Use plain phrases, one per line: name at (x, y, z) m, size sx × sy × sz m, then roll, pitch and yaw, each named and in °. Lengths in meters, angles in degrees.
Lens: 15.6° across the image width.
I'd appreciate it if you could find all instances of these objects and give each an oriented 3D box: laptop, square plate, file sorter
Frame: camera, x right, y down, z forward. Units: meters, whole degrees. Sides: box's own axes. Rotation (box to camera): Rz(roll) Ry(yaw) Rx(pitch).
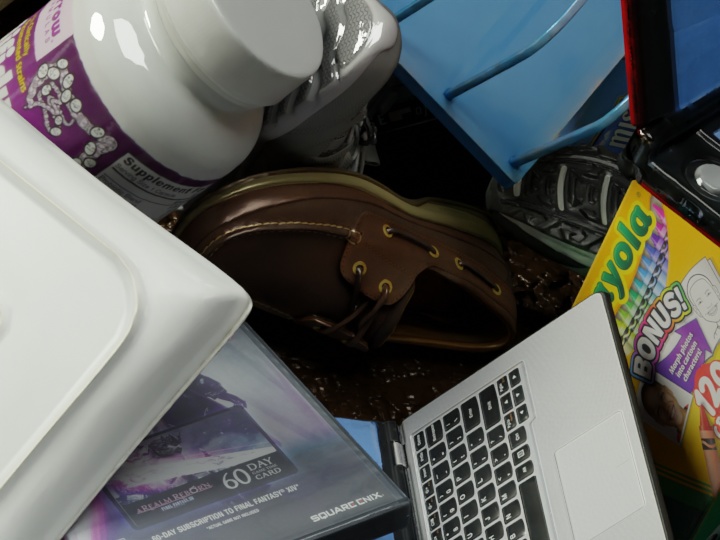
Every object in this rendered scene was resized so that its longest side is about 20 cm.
laptop at (0.017, 0.099, 1.157) m, size 0.116 × 0.200 × 0.188 m, roll 38°, pitch 28°, yaw -36°
square plate at (-0.181, 0.028, 1.120) m, size 0.200 × 0.028 × 0.198 m, roll 37°, pitch 81°, yaw 19°
file sorter at (0.065, -0.168, 1.231) m, size 0.200 × 0.123 × 0.139 m, roll 45°, pitch 67°, yaw -10°

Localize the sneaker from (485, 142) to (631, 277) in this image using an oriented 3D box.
sneaker at (0.153, -0.001, 1.347) m, size 0.199 × 0.079 × 0.074 m, roll 21°, pitch 49°, yaw -12°

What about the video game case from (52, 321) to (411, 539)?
video game case at (-0.090, 0.072, 1.166) m, size 0.142 × 0.019 × 0.200 m, roll -18°, pitch 42°, yaw -27°

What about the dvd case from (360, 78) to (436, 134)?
dvd case at (0.014, -0.151, 1.446) m, size 0.149 × 0.025 × 0.201 m, roll -15°, pitch 45°, yaw 6°

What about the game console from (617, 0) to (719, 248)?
game console at (0.207, -0.099, 1.141) m, size 0.172 × 0.119 × 0.200 m, roll 39°, pitch 41°, yaw 20°

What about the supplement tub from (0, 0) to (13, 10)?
supplement tub at (-0.214, -0.205, 1.366) m, size 0.144 × 0.145 × 0.200 m, roll 30°, pitch 40°, yaw 11°

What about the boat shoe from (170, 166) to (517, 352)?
boat shoe at (0.000, 0.000, 1.268) m, size 0.199 × 0.072 × 0.068 m, roll 9°, pitch 44°, yaw -40°

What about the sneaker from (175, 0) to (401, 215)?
sneaker at (-0.021, -0.077, 1.276) m, size 0.082 × 0.200 × 0.075 m, roll 17°, pitch 65°, yaw -19°

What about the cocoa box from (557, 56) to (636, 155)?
cocoa box at (0.151, -0.119, 1.438) m, size 0.130 × 0.134 × 0.201 m, roll 10°, pitch 41°, yaw -18°

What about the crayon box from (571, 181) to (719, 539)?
crayon box at (0.166, 0.025, 1.233) m, size 0.058 × 0.201 × 0.119 m, roll -16°, pitch 52°, yaw -37°

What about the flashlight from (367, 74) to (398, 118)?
flashlight at (-0.058, -0.141, 1.398) m, size 0.068 × 0.068 × 0.200 m, roll -39°, pitch 47°, yaw -13°

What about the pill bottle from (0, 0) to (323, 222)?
pill bottle at (-0.116, -0.074, 1.203) m, size 0.112 × 0.200 × 0.113 m, roll 37°, pitch 34°, yaw -31°
